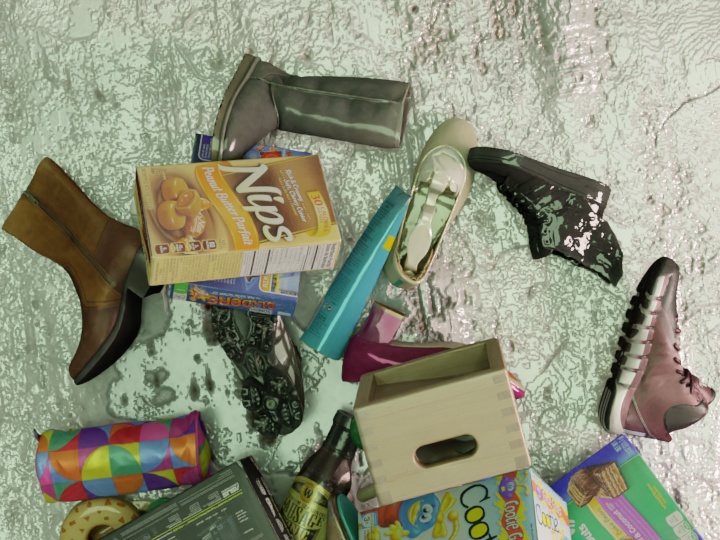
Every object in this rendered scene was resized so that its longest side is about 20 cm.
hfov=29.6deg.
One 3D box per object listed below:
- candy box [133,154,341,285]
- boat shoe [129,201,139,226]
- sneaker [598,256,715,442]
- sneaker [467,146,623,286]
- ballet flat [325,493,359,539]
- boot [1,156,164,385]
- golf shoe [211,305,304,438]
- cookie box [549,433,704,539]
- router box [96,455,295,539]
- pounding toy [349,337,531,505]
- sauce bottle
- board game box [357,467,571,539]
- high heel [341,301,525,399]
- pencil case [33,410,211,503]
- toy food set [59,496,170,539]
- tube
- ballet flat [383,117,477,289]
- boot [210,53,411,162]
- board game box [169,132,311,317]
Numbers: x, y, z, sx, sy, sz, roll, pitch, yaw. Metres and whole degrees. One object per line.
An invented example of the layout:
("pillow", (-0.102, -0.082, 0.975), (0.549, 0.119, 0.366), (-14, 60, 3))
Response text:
("candy box", (-0.129, -0.054, 1.414), (0.197, 0.056, 0.117), (-6, 58, -16))
("boat shoe", (-0.167, -0.027, 1.525), (0.197, 0.072, 0.069), (16, 90, -5))
("sneaker", (0.340, 0.093, 1.484), (0.114, 0.076, 0.202), (17, 100, 0))
("sneaker", (0.201, -0.060, 1.494), (0.197, 0.060, 0.106), (17, 88, -6))
("ballet flat", (0.000, 0.336, 1.484), (0.067, 0.068, 0.201), (-28, 103, 16))
("boot", (-0.332, 0.004, 1.534), (0.199, 0.068, 0.189), (35, 109, 12))
("golf shoe", (-0.110, 0.082, 1.500), (0.077, 0.094, 0.203), (-13, 89, 10))
("cookie box", (0.250, 0.302, 1.437), (0.199, 0.075, 0.172), (-36, 50, 3))
("router box", (-0.169, 0.311, 1.458), (0.198, 0.062, 0.151), (-29, 84, 7))
("pounding toy", (0.068, 0.174, 1.405), (0.197, 0.184, 0.144), (-16, 97, 5))
("sauce bottle", (-0.050, 0.252, 1.507), (0.065, 0.066, 0.202), (23, 90, 4))
("board game box", (0.109, 0.292, 1.405), (0.198, 0.105, 0.104), (-19, 53, 23))
("high heel", (0.078, 0.118, 1.500), (0.198, 0.067, 0.097), (26, 96, 3))
("pencil case", (-0.265, 0.205, 1.516), (0.197, 0.088, 0.090), (-5, 88, 4))
("toy food set", (-0.244, 0.353, 1.527), (0.195, 0.049, 0.203), (5, 89, 4))
("tube", (0.000, 0.000, 1.509), (0.050, 0.077, 0.202), (26, 95, -21))
("ballet flat", (0.080, -0.074, 1.504), (0.069, 0.069, 0.202), (20, 90, 4))
("boot", (-0.052, -0.158, 1.488), (0.197, 0.073, 0.183), (17, 55, 2))
("board game box", (-0.127, -0.051, 1.469), (0.133, 0.035, 0.202), (10, 55, -7))
